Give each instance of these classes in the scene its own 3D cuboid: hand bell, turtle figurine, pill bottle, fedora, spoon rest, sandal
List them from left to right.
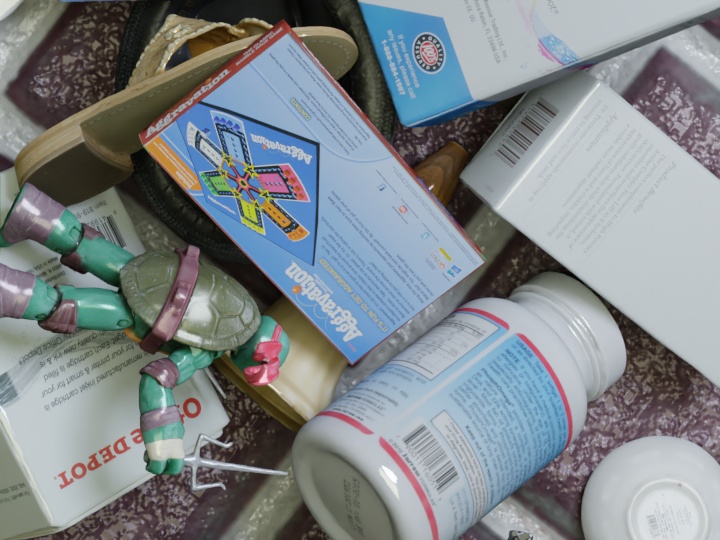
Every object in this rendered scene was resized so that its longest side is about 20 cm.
[{"bbox_3d":[-0.115,0.030,1.201,0.200,0.150,0.101,26,118,-12],"label":"turtle figurine"},{"bbox_3d":[-0.109,-0.113,1.216,0.211,0.078,0.070,-25,61,13],"label":"sandal"},{"bbox_3d":[-0.050,-0.106,1.283,0.200,0.092,0.201,2,95,22],"label":"fedora"},{"bbox_3d":[0.000,0.000,1.320,0.104,0.104,0.200,40,78,-4],"label":"hand bell"},{"bbox_3d":[0.063,0.086,1.273,0.200,0.109,0.109,-35,95,-29],"label":"pill bottle"},{"bbox_3d":[0.200,0.204,1.348,0.099,0.061,0.200,-12,81,-3],"label":"spoon rest"}]

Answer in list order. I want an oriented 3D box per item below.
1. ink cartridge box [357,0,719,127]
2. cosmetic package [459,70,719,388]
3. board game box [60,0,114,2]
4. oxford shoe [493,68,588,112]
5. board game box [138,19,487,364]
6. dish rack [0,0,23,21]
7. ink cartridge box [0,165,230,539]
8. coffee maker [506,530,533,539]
[{"bbox_3d":[0.100,-0.180,1.180,0.200,0.085,0.145,-20,88,19],"label":"ink cartridge box"},{"bbox_3d":[0.170,-0.029,1.288,0.200,0.074,0.102,38,96,-24],"label":"cosmetic package"},{"bbox_3d":[-0.107,-0.230,1.250,0.200,0.039,0.158,2,81,28],"label":"board game box"},{"bbox_3d":[0.134,-0.187,1.308,0.084,0.073,0.200,36,90,2],"label":"oxford shoe"},{"bbox_3d":[-0.024,-0.040,1.206,0.103,0.019,0.200,-38,124,7],"label":"board game box"},{"bbox_3d":[-0.224,-0.264,1.303,0.200,0.044,0.172,-44,93,1],"label":"dish rack"},{"bbox_3d":[-0.190,0.042,1.271,0.147,0.083,0.200,-28,94,-39],"label":"ink cartridge box"},{"bbox_3d":[-0.019,0.235,1.311,0.200,0.135,0.192,15,73,-4],"label":"coffee maker"}]
